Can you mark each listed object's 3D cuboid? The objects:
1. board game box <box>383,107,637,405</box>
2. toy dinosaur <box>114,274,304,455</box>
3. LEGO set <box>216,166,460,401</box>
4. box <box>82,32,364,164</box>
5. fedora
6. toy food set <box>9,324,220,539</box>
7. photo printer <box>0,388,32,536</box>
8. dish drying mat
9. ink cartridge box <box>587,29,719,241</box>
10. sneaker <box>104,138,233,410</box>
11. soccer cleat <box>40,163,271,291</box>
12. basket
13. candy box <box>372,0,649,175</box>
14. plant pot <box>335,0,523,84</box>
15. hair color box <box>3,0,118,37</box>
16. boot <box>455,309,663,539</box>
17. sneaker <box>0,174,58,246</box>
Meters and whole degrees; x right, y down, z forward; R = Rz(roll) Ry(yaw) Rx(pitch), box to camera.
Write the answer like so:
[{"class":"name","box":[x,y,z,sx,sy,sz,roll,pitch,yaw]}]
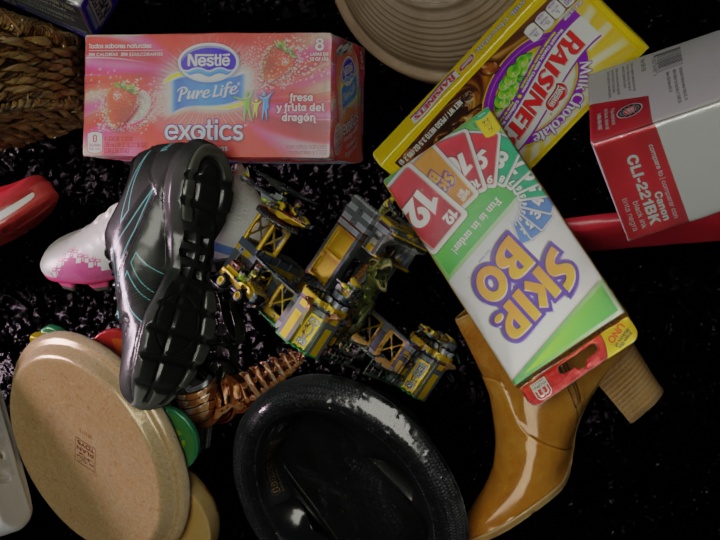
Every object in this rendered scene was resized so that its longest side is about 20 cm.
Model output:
[{"class":"board game box","box":[0.108,-0.009,1.395,0.095,0.030,0.200,-35,77,8]},{"class":"toy dinosaur","box":[-0.120,0.073,1.497,0.199,0.102,0.136,-9,90,19]},{"class":"LEGO set","box":[0.000,0.000,1.423,0.116,0.200,0.154,-56,42,8]},{"class":"box","box":[-0.103,-0.130,1.491,0.199,0.103,0.095,1,90,16]},{"class":"fedora","box":[0.004,0.154,1.458,0.200,0.092,0.201,10,118,20]},{"class":"toy food set","box":[-0.196,0.131,1.500,0.199,0.049,0.199,13,121,39]},{"class":"photo printer","box":[-0.374,0.154,1.564,0.199,0.069,0.167,-19,84,25]},{"class":"dish drying mat","box":[0.171,-0.029,1.434,0.199,0.077,0.018,-5,78,14]},{"class":"ink cartridge box","box":[0.267,-0.112,1.365,0.199,0.144,0.084,-19,111,14]},{"class":"sneaker","box":[-0.148,0.002,1.425,0.079,0.075,0.201,8,83,35]},{"class":"soccer cleat","box":[-0.164,-0.040,1.509,0.199,0.070,0.087,-8,116,19]},{"class":"basket","box":[-0.294,-0.175,1.487,0.142,0.200,0.150,-15,86,15]},{"class":"candy box","box":[0.112,-0.127,1.445,0.200,0.026,0.102,-47,123,10]},{"class":"plant pot","box":[0.065,-0.242,1.452,0.200,0.093,0.202,0,91,13]},{"class":"hair color box","box":[-0.209,-0.291,1.504,0.109,0.065,0.201,24,73,13]},{"class":"boot","box":[0.112,0.093,1.438,0.201,0.071,0.144,-41,98,0]},{"class":"sneaker","box":[-0.348,-0.061,1.567,0.199,0.078,0.116,-24,86,12]}]
